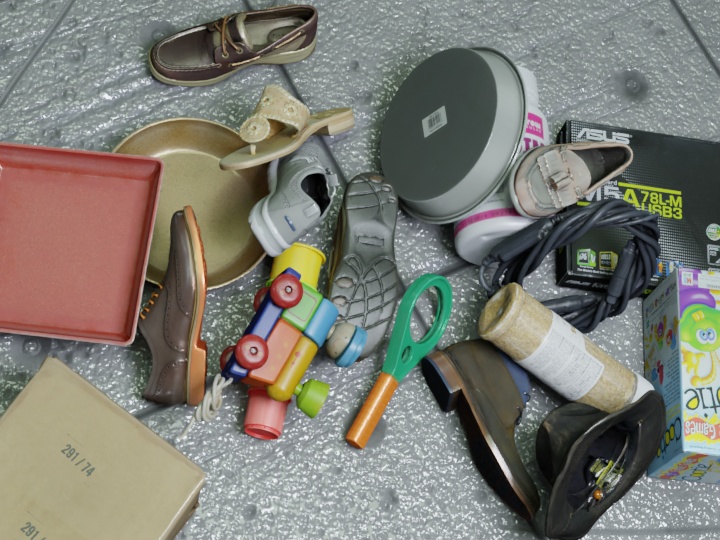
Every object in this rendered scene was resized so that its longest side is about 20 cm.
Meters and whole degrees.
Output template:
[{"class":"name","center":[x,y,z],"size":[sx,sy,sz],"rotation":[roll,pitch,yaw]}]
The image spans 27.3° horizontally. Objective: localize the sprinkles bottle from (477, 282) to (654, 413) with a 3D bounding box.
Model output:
[{"class":"sprinkles bottle","center":[0.215,0.094,1.543],"size":[0.199,0.068,0.069],"rotation":[36,64,-18]}]

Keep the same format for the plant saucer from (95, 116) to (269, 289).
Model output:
[{"class":"plant saucer","center":[-0.184,-0.066,1.581],"size":[0.197,0.036,0.203],"rotation":[4,67,-10]}]

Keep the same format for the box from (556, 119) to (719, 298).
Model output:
[{"class":"box","center":[0.320,-0.065,1.675],"size":[0.197,0.048,0.196],"rotation":[8,68,-8]}]

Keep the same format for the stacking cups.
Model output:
[{"class":"stacking cups","center":[-0.080,0.072,1.529],"size":[0.060,0.061,0.203],"rotation":[12,66,-6]}]

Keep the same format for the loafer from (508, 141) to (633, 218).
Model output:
[{"class":"loafer","center":[0.224,-0.106,1.563],"size":[0.199,0.062,0.073],"rotation":[-25,97,-54]}]

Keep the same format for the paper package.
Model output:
[{"class":"paper package","center":[-0.275,0.219,1.408],"size":[0.199,0.104,0.191],"rotation":[35,67,4]}]

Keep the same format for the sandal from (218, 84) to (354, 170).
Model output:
[{"class":"sandal","center":[-0.085,-0.165,1.578],"size":[0.211,0.077,0.071],"rotation":[-27,111,-50]}]

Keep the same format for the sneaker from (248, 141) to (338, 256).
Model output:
[{"class":"sneaker","center":[-0.053,-0.081,1.549],"size":[0.075,0.081,0.201],"rotation":[57,22,-22]}]

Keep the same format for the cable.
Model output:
[{"class":"cable","center":[0.234,0.000,1.552],"size":[0.163,0.199,0.051],"rotation":[43,27,-34]}]

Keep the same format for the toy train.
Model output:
[{"class":"toy train","center":[-0.083,0.110,1.457],"size":[0.115,0.085,0.202],"rotation":[32,71,-9]}]

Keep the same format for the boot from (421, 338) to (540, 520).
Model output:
[{"class":"boot","center":[0.153,0.153,1.536],"size":[0.096,0.075,0.201],"rotation":[-26,73,-17]}]

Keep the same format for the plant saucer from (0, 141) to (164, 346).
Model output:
[{"class":"plant saucer","center":[-0.308,-0.025,1.513],"size":[0.197,0.037,0.203],"rotation":[6,72,6]}]

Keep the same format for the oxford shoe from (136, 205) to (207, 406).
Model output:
[{"class":"oxford shoe","center":[-0.190,0.036,1.491],"size":[0.072,0.071,0.203],"rotation":[0,89,-4]}]

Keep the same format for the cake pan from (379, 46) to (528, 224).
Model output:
[{"class":"cake pan","center":[0.093,-0.151,1.591],"size":[0.036,0.199,0.203],"rotation":[22,59,-40]}]

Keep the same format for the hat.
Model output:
[{"class":"hat","center":[0.225,0.178,1.491],"size":[0.200,0.202,0.081],"rotation":[-36,57,-22]}]

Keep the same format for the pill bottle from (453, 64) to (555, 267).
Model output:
[{"class":"pill bottle","center":[0.154,-0.116,1.626],"size":[0.112,0.114,0.203],"rotation":[2,67,-10]}]

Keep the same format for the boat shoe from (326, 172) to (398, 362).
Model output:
[{"class":"boat shoe","center":[0.000,0.000,1.571],"size":[0.075,0.074,0.203],"rotation":[13,72,-13]}]

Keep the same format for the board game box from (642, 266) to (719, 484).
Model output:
[{"class":"board game box","center":[0.368,0.114,1.579],"size":[0.101,0.105,0.203],"rotation":[7,67,-9]}]

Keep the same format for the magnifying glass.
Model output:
[{"class":"magnifying glass","center":[0.040,0.093,1.548],"size":[0.022,0.080,0.202],"rotation":[16,70,34]}]

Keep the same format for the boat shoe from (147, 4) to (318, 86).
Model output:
[{"class":"boat shoe","center":[-0.140,-0.260,1.649],"size":[0.197,0.072,0.073],"rotation":[-11,70,-15]}]
